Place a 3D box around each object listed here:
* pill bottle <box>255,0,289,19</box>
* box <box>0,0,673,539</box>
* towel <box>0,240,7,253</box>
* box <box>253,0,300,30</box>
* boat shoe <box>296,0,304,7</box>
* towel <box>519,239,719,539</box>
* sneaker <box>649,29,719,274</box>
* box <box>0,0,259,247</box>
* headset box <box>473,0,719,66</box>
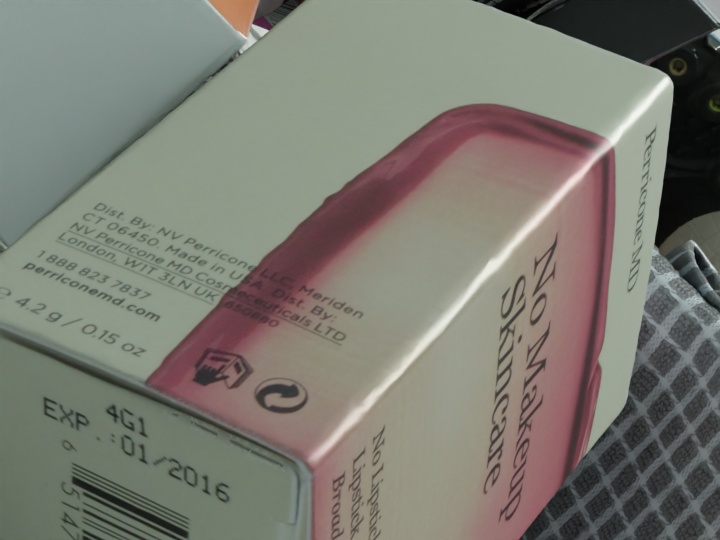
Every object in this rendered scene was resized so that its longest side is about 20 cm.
[{"bbox_3d":[-0.038,-0.165,0.987,0.111,0.200,0.111,38,-34,31],"label":"pill bottle"},{"bbox_3d":[-0.009,0.025,0.682,0.200,0.109,0.128,-45,148,-44],"label":"box"},{"bbox_3d":[-0.134,-0.059,0.801,0.200,0.031,0.149,48,17,-10],"label":"towel"},{"bbox_3d":[-0.020,-0.229,1.122,0.097,0.200,0.176,24,-15,45],"label":"box"},{"bbox_3d":[0.033,-0.051,1.117,0.202,0.075,0.075,61,41,-47],"label":"boat shoe"},{"bbox_3d":[0.090,0.102,0.862,0.086,0.200,0.166,24,25,-34],"label":"towel"},{"bbox_3d":[0.136,-0.023,0.982,0.073,0.072,0.200,-70,152,-43],"label":"sneaker"},{"bbox_3d":[-0.129,-0.125,0.734,0.200,0.097,0.124,46,17,-14],"label":"box"},{"bbox_3d":[0.102,-0.142,0.923,0.077,0.149,0.200,47,59,-12],"label":"headset box"}]
